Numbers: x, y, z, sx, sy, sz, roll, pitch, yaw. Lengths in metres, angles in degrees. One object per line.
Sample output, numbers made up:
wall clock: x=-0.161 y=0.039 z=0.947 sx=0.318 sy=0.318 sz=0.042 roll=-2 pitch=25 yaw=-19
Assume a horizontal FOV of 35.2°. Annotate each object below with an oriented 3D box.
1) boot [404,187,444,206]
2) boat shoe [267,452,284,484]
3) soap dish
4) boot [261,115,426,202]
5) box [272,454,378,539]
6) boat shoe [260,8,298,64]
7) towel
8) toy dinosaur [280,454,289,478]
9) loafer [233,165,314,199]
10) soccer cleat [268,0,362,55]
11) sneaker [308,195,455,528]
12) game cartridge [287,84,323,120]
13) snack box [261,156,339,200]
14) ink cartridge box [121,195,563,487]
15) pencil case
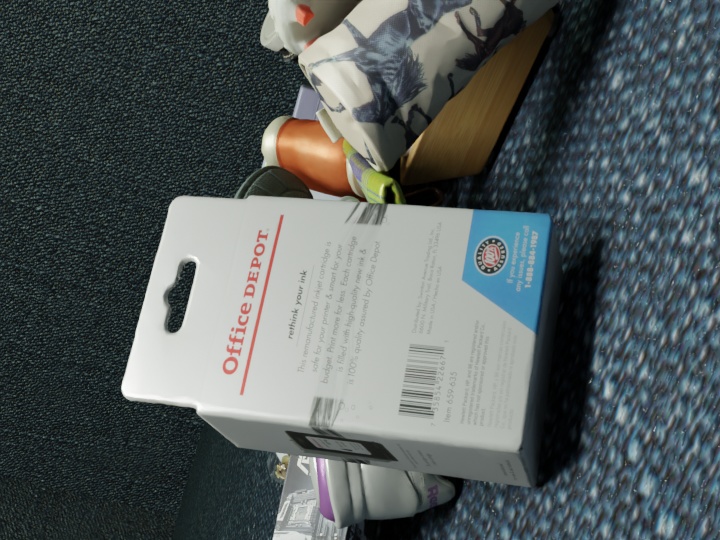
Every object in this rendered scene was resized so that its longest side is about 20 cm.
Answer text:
boot: x=0.000 y=0.000 z=0.910 sx=0.069 sy=0.187 sz=0.201 roll=53 pitch=127 yaw=22
boat shoe: x=-0.052 y=0.175 z=1.068 sx=0.200 sy=0.070 sz=0.092 roll=-85 pitch=10 yaw=-78
soap dish: x=0.073 y=-0.175 z=0.799 sx=0.201 sy=0.080 sz=0.158 roll=-85 pitch=13 yaw=-48
boot: x=-0.004 y=-0.089 z=0.910 sx=0.200 sy=0.106 sz=0.076 roll=11 pitch=-94 yaw=-70
box: x=-0.007 y=0.109 z=0.790 sx=0.158 sy=0.049 sz=0.203 roll=75 pitch=-156 yaw=-67
boat shoe: x=0.002 y=-0.234 z=0.859 sx=0.200 sy=0.060 sz=0.074 roll=-49 pitch=32 yaw=26
towel: x=0.033 y=-0.013 z=0.709 sx=0.145 sy=0.023 sz=0.200 roll=62 pitch=-178 yaw=-14
toy dinosaur: x=-0.048 y=0.095 z=0.817 sx=0.201 sy=0.047 sz=0.089 roll=80 pitch=-175 yaw=-64
loafer: x=-0.074 y=0.007 z=0.775 sx=0.063 sy=0.071 sz=0.201 roll=-46 pitch=25 yaw=34
soccer cleat: x=-0.024 y=-0.163 z=0.671 sx=0.069 sy=0.078 sz=0.200 roll=-45 pitch=-11 yaw=7
sneaker: x=0.013 y=0.053 z=0.695 sx=0.075 sy=0.098 sz=0.203 roll=101 pitch=165 yaw=-73
game cartridge: x=-0.027 y=-0.062 z=1.079 sx=0.038 sy=0.128 sz=0.202 roll=-107 pitch=33 yaw=-73
snack box: x=-0.046 y=0.004 z=1.047 sx=0.053 sy=0.140 sz=0.202 roll=-102 pitch=28 yaw=-74
ink cartridge box: x=-0.006 y=0.031 z=0.563 sx=0.067 sy=0.197 sz=0.117 roll=58 pitch=-140 yaw=-62
pencil case: x=0.053 y=-0.144 z=0.606 sx=0.200 sy=0.078 sz=0.089 roll=-43 pitch=0 yaw=2
